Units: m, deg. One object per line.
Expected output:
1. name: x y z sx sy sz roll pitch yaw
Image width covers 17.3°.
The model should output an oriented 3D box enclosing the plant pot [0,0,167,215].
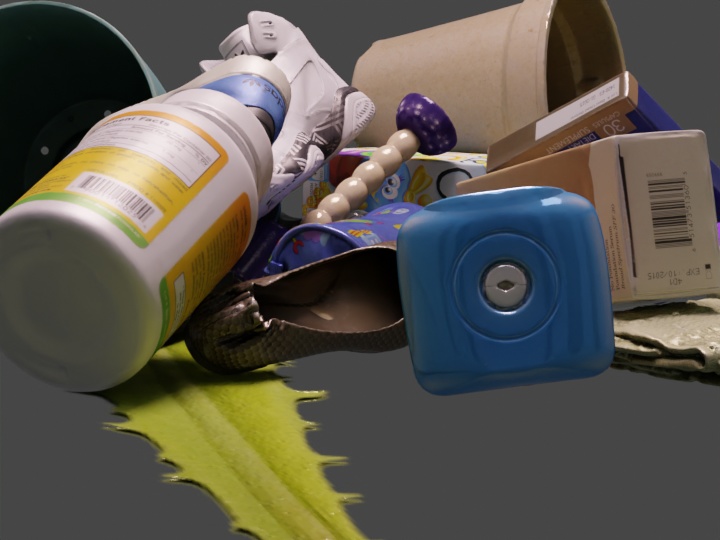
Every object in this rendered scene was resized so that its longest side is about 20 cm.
1. plant pot: -0.219 -0.084 1.764 0.200 0.202 0.161 3 -7 14

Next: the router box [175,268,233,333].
1. router box: -0.182 0.013 1.498 0.148 0.051 0.200 2 6 18

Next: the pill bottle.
1. pill bottle: -0.124 -0.026 1.331 0.111 0.112 0.200 4 28 22

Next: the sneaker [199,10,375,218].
1. sneaker: -0.073 -0.110 1.670 0.075 0.115 0.200 -40 2 34

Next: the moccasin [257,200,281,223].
1. moccasin: -0.097 -0.050 1.707 0.080 0.068 0.200 -9 29 8

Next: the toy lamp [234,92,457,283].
1. toy lamp: -0.017 -0.047 1.664 0.200 0.058 0.058 -44 31 -26

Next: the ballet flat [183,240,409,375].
1. ballet flat: -0.015 0.016 1.390 0.199 0.068 0.046 -12 -28 -38

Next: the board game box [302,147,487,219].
1. board game box: 0.066 -0.035 1.769 0.199 0.104 0.105 6 8 33

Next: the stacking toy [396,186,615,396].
1. stacking toy: 0.084 0.022 1.388 0.115 0.110 0.200 -7 -9 2

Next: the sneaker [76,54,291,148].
1. sneaker: -0.134 -0.057 1.564 0.199 0.077 0.111 -26 30 29

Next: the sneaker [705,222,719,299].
1. sneaker: 0.277 -0.025 1.586 0.070 0.100 0.200 44 21 30

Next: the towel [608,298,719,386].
1. towel: 0.237 0.041 1.440 0.199 0.037 0.148 -3 9 -37

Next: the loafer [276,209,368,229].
1. loafer: -0.059 -0.007 1.754 0.199 0.063 0.072 4 43 42

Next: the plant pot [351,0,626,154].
1. plant pot: 0.098 -0.125 1.891 0.183 0.202 0.200 -4 3 25

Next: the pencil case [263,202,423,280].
1. pencil case: 0.000 0.000 1.549 0.086 0.078 0.200 4 7 17

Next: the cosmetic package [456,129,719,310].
1. cosmetic package: 0.142 -0.023 1.514 0.071 0.106 0.200 -4 -6 -27

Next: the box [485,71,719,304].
1. box: 0.196 -0.044 1.652 0.121 0.033 0.200 -28 -52 31
